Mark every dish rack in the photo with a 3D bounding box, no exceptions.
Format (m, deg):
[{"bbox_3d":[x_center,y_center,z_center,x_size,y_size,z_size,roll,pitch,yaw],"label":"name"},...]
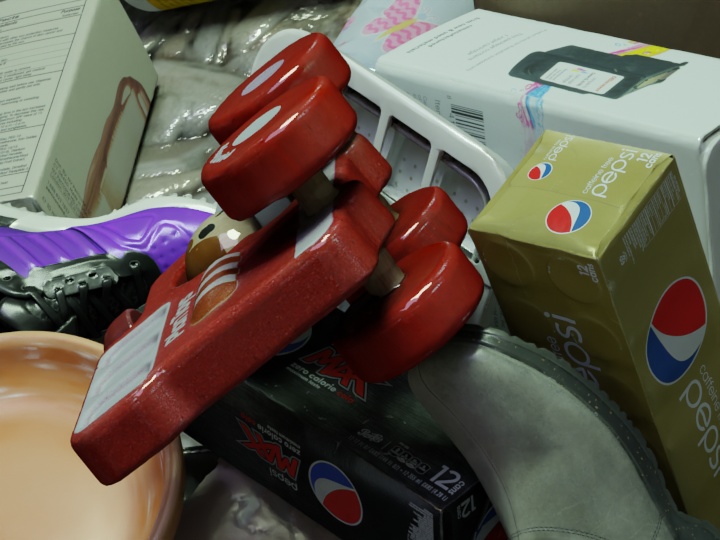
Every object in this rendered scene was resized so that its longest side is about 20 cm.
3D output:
[{"bbox_3d":[0.000,0.000,1.045,0.171,0.201,0.043,35,31,31],"label":"dish rack"}]

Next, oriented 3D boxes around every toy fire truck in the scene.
[{"bbox_3d":[-0.048,0.001,0.916,0.167,0.112,0.200,-36,15,9],"label":"toy fire truck"}]

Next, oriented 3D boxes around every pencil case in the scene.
[{"bbox_3d":[0.039,-0.150,1.263,0.090,0.084,0.201,14,53,18],"label":"pencil case"}]

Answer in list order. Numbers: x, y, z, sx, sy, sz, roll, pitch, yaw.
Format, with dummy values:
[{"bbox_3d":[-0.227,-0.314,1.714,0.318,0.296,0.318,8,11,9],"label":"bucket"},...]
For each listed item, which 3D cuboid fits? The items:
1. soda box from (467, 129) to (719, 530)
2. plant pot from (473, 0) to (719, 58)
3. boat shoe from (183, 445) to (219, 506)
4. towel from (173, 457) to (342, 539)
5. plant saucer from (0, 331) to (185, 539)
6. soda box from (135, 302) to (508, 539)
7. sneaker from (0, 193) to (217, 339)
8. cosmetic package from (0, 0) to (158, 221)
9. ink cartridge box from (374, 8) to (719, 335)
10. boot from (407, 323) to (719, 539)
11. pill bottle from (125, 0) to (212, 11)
[{"bbox_3d":[0.115,0.038,0.923,0.067,0.201,0.064,15,52,39],"label":"soda box"},{"bbox_3d":[0.132,-0.142,1.134,0.198,0.175,0.201,-16,40,14],"label":"plant pot"},{"bbox_3d":[-0.129,0.121,1.051,0.199,0.066,0.072,-13,53,1],"label":"boat shoe"},{"bbox_3d":[-0.032,0.177,0.951,0.190,0.032,0.200,20,54,27],"label":"towel"},{"bbox_3d":[-0.173,0.116,0.997,0.198,0.038,0.201,-8,47,9],"label":"plant saucer"},{"bbox_3d":[-0.012,0.067,0.988,0.199,0.064,0.071,31,49,34],"label":"soda box"},{"bbox_3d":[-0.152,0.014,1.171,0.198,0.070,0.100,-1,35,7],"label":"sneaker"},{"bbox_3d":[-0.199,-0.074,1.307,0.102,0.088,0.201,-10,43,21],"label":"cosmetic package"},{"bbox_3d":[0.111,-0.030,1.033,0.199,0.147,0.083,18,37,41],"label":"ink cartridge box"},{"bbox_3d":[0.075,0.126,0.867,0.131,0.200,0.068,-52,11,-34],"label":"boot"},{"bbox_3d":[-0.103,-0.228,1.411,0.198,0.105,0.105,-8,42,22],"label":"pill bottle"}]
